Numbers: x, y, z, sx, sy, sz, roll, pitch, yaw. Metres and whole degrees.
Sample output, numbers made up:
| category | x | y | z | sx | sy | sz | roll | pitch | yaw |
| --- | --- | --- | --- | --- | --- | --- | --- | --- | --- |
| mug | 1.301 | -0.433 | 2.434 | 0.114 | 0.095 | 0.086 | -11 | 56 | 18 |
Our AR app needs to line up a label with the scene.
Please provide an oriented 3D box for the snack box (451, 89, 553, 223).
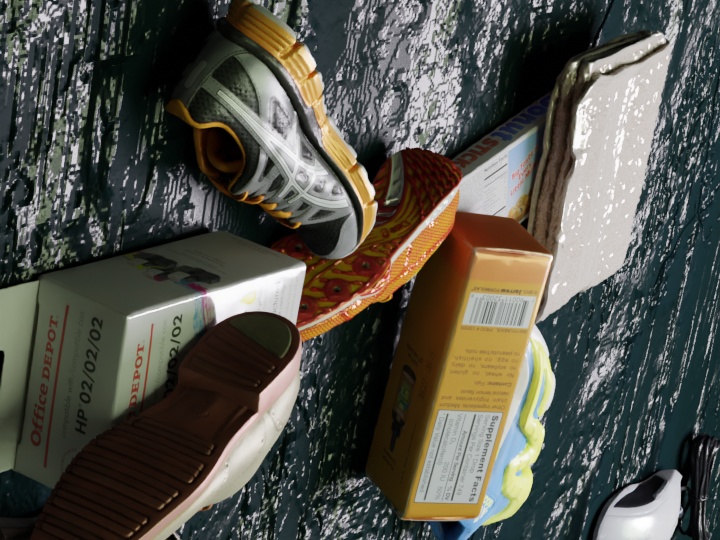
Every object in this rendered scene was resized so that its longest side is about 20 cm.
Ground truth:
| category | x | y | z | sx | sy | sz | roll | pitch | yaw |
| --- | --- | --- | --- | --- | --- | --- | --- | --- | --- |
| snack box | 0.111 | -0.071 | 1.548 | 0.200 | 0.024 | 0.072 | -36 | 136 | -44 |

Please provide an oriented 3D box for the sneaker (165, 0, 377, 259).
| category | x | y | z | sx | sy | sz | roll | pitch | yaw |
| --- | --- | --- | --- | --- | --- | --- | --- | --- | --- |
| sneaker | -0.053 | -0.067 | 1.248 | 0.077 | 0.078 | 0.200 | -44 | 140 | -14 |

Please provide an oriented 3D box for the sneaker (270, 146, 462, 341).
| category | x | y | z | sx | sy | sz | roll | pitch | yaw |
| --- | --- | --- | --- | --- | --- | --- | --- | --- | --- |
| sneaker | 0.000 | 0.000 | 1.369 | 0.200 | 0.073 | 0.077 | -36 | 146 | -40 |

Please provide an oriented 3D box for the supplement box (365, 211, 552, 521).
| category | x | y | z | sx | sy | sz | roll | pitch | yaw |
| --- | --- | --- | --- | --- | --- | --- | --- | --- | --- |
| supplement box | 0.064 | 0.065 | 1.480 | 0.068 | 0.067 | 0.201 | 6 | 112 | -27 |

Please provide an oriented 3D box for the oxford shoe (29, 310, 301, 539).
| category | x | y | z | sx | sy | sz | roll | pitch | yaw |
| --- | --- | --- | --- | --- | --- | --- | --- | --- | --- |
| oxford shoe | -0.092 | 0.108 | 1.150 | 0.200 | 0.071 | 0.074 | -43 | 144 | -34 |

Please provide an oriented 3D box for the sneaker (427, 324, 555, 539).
| category | x | y | z | sx | sy | sz | roll | pitch | yaw |
| --- | --- | --- | --- | --- | --- | --- | --- | --- | --- |
| sneaker | 0.082 | 0.117 | 1.567 | 0.105 | 0.075 | 0.201 | -41 | 141 | -38 |

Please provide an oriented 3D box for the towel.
| category | x | y | z | sx | sy | sz | roll | pitch | yaw |
| --- | --- | --- | --- | --- | --- | --- | --- | --- | --- |
| towel | 0.168 | -0.069 | 1.584 | 0.132 | 0.034 | 0.201 | -27 | 133 | -50 |

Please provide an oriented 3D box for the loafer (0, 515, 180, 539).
| category | x | y | z | sx | sy | sz | roll | pitch | yaw |
| --- | --- | --- | --- | --- | --- | --- | --- | --- | --- |
| loafer | -0.158 | 0.172 | 1.215 | 0.200 | 0.071 | 0.073 | -1 | 109 | -58 |

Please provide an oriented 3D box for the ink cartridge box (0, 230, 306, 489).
| category | x | y | z | sx | sy | sz | roll | pitch | yaw |
| --- | --- | --- | --- | --- | --- | --- | --- | --- | --- |
| ink cartridge box | -0.121 | 0.056 | 1.206 | 0.200 | 0.068 | 0.116 | -17 | 122 | -53 |

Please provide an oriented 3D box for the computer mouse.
| category | x | y | z | sx | sy | sz | roll | pitch | yaw |
| --- | --- | --- | --- | --- | --- | --- | --- | --- | --- |
| computer mouse | 0.269 | 0.218 | 1.964 | 0.200 | 0.044 | 0.110 | -21 | 127 | -52 |
